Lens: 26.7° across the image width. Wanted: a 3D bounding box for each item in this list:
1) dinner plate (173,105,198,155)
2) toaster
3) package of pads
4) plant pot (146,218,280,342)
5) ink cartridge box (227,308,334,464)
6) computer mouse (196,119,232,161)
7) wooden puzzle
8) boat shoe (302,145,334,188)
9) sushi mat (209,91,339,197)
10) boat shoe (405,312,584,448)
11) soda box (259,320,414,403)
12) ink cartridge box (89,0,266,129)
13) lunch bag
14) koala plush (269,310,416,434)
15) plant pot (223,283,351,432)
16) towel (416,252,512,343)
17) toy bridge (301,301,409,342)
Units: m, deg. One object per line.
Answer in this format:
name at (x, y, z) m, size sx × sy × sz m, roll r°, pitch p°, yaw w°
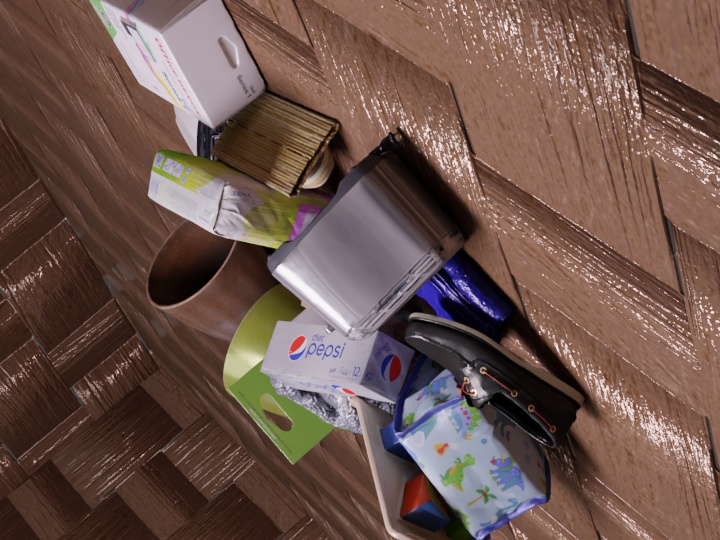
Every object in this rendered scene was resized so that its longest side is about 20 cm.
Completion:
dinner plate at (-0.208, -0.158, 2.081) m, size 0.201 × 0.024 × 0.200 m, roll 55°, pitch 171°, yaw 13°
toaster at (0.013, -0.027, 1.513) m, size 0.129 × 0.200 × 0.114 m, roll 45°, pitch -162°, yaw 3°
package of pads at (-0.122, -0.075, 1.726) m, size 0.199 × 0.069 × 0.154 m, roll 9°, pitch -168°, yaw -41°
plant pot at (-0.189, 0.032, 2.290) m, size 0.200 × 0.188 × 0.187 m, roll 43°, pitch 172°, yaw -35°
ink cartridge box at (-0.062, 0.143, 2.075) m, size 0.148 × 0.200 × 0.076 m, roll 47°, pitch 166°, yaw 9°
computer mouse at (-0.167, -0.160, 1.887) m, size 0.200 × 0.052 × 0.140 m, roll -177°, pitch 86°, yaw -77°
wooden puzzle at (0.080, 0.241, 1.735) m, size 0.185 × 0.046 × 0.201 m, roll 30°, pitch -150°, yaw -43°
boat shoe at (-0.067, -0.125, 1.719) m, size 0.076 × 0.072 × 0.200 m, roll 39°, pitch 179°, yaw -28°
sushi mat at (-0.098, -0.145, 1.683) m, size 0.012 × 0.096 × 0.200 m, roll 34°, pitch 177°, yaw -36°
boat shoe at (0.130, 0.110, 1.552) m, size 0.200 × 0.063 × 0.074 m, roll 31°, pitch 164°, yaw 1°
soda box at (-0.030, 0.105, 1.771) m, size 0.063 × 0.069 × 0.199 m, roll 30°, pitch 163°, yaw -35°
ink cartridge box at (-0.214, -0.266, 1.751) m, size 0.200 × 0.084 × 0.145 m, roll 33°, pitch 158°, yaw 49°
lunch bag at (0.131, 0.174, 1.725) m, size 0.171 × 0.127 × 0.200 m, roll 54°, pitch -165°, yaw -15°
koala plush at (0.006, 0.117, 1.903) m, size 0.183 × 0.178 × 0.200 m, roll 38°, pitch 165°, yaw 0°
plant pot at (-0.064, 0.146, 2.191) m, size 0.199 × 0.188 × 0.188 m, roll 29°, pitch 158°, yaw 24°
towel at (0.074, 0.006, 1.618) m, size 0.200 × 0.049 × 0.148 m, roll 47°, pitch 165°, yaw 13°
toy bridge at (0.022, 0.058, 1.732) m, size 0.199 × 0.027 × 0.067 m, roll 16°, pitch 171°, yaw 37°
